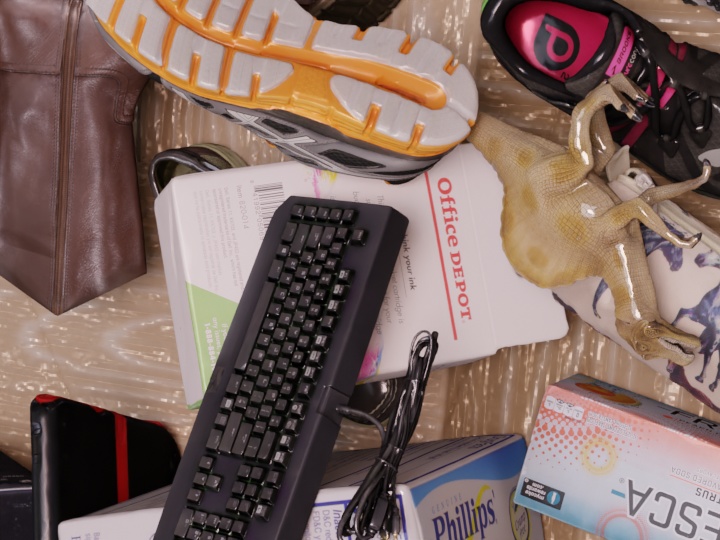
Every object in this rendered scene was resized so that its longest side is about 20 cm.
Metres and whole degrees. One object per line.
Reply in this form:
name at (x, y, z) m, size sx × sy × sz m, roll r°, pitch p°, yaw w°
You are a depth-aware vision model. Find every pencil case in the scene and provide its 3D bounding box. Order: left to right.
pencil case at (0.184, 0.025, 0.873) m, size 0.199 × 0.078 × 0.090 m, roll 35°, pitch 144°, yaw 29°

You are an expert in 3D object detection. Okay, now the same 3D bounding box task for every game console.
game console at (-0.138, 0.175, 0.970) m, size 0.031 × 0.177 × 0.203 m, roll -7°, pitch 78°, yaw 16°

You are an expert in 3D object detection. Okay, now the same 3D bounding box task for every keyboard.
keyboard at (-0.022, 0.061, 0.839) m, size 0.126 × 0.021 × 0.202 m, roll 9°, pitch 71°, yaw 30°

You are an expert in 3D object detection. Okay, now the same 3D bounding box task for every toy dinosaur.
toy dinosaur at (0.098, -0.045, 0.851) m, size 0.101 × 0.058 × 0.200 m, roll -50°, pitch 64°, yaw 20°

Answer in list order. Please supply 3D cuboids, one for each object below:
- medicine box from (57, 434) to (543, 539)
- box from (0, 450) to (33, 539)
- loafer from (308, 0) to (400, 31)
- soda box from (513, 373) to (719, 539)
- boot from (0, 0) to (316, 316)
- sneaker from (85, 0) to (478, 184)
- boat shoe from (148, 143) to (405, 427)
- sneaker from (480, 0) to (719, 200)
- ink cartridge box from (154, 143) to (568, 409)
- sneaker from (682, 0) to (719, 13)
medicine box at (-0.024, 0.155, 0.930) m, size 0.198 × 0.182 × 0.104 m, roll -8°, pitch 90°, yaw 23°
box at (-0.247, 0.207, 1.010) m, size 0.198 × 0.122 × 0.203 m, roll -173°, pitch 82°, yaw -66°
loafer at (0.003, -0.186, 0.967) m, size 0.200 × 0.076 × 0.068 m, roll -41°, pitch 73°, yaw 14°
soda box at (0.183, 0.118, 0.906) m, size 0.198 × 0.063 × 0.069 m, roll 20°, pitch 100°, yaw 22°
boot at (-0.117, -0.071, 0.959) m, size 0.184 × 0.064 × 0.202 m, roll 8°, pitch 109°, yaw 10°
sneaker at (-0.043, -0.094, 0.880) m, size 0.198 × 0.077 × 0.079 m, roll 25°, pitch 65°, yaw -1°
boat shoe at (-0.052, 0.010, 0.998) m, size 0.072 × 0.066 × 0.201 m, roll -45°, pitch 76°, yaw 18°
sneaker at (0.143, -0.090, 0.902) m, size 0.198 × 0.084 × 0.078 m, roll 25°, pitch 102°, yaw 20°
ink cartridge box at (0.000, 0.000, 0.942) m, size 0.198 × 0.067 × 0.119 m, roll -8°, pitch 83°, yaw -15°
sneaker at (0.186, -0.171, 0.898) m, size 0.199 × 0.074 × 0.080 m, roll 36°, pitch 91°, yaw 13°
